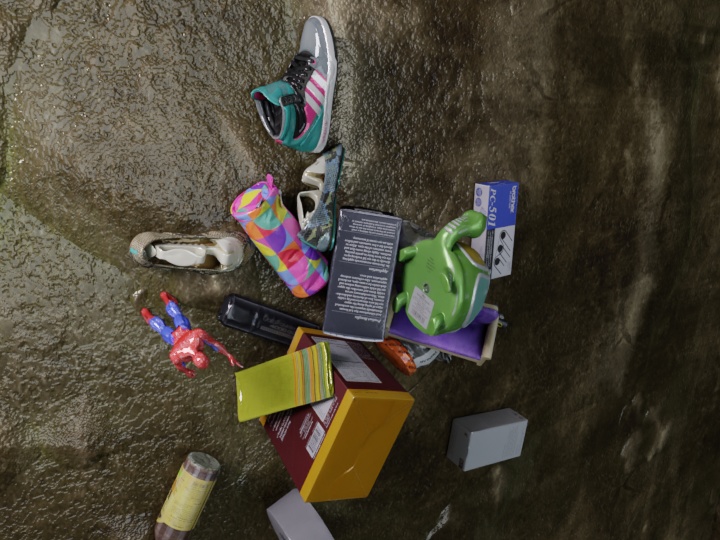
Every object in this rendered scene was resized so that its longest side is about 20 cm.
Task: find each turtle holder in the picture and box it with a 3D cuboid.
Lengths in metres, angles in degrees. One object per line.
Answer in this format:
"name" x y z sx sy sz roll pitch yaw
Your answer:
"turtle holder" 0.136 0.004 0.889 0.130 0.140 0.190 -6 94 -35

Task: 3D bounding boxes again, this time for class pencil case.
"pencil case" -0.124 -0.049 0.906 0.088 0.088 0.202 -43 126 -16

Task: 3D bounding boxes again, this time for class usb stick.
"usb stick" -0.151 0.092 0.963 0.198 0.032 0.057 25 83 -37

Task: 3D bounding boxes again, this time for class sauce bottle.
"sauce bottle" -0.301 0.406 0.934 0.064 0.064 0.203 27 87 -37

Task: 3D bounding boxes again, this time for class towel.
"towel" -0.127 0.180 0.902 0.018 0.197 0.088 26 49 -51

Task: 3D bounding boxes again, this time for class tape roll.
"tape roll" -0.093 0.505 1.024 0.065 0.199 0.204 -29 119 -23

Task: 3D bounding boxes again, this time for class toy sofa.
"toy sofa" 0.139 0.093 0.990 0.098 0.196 0.084 94 14 -67

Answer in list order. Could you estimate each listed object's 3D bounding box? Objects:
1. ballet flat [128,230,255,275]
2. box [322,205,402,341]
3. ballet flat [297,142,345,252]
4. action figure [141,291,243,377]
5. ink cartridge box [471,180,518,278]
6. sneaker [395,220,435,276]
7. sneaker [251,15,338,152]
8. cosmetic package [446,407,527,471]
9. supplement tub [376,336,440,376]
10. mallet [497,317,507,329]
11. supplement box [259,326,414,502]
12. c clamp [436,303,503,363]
"ballet flat" -0.238 -0.024 0.839 0.197 0.075 0.069 0 101 -35
"box" 0.000 0.000 0.946 0.102 0.148 0.205 8 99 -3
"ballet flat" -0.066 -0.128 0.900 0.074 0.073 0.204 29 52 -37
"action figure" -0.241 0.106 0.799 0.065 0.199 0.100 -44 124 -14
"ink cartridge box" 0.285 -0.086 1.204 0.093 0.044 0.205 -10 109 -34
"sneaker" 0.089 -0.031 1.009 0.077 0.200 0.101 29 97 5
"sneaker" -0.105 -0.283 0.853 0.119 0.083 0.205 -10 111 -42
"cosmetic package" 0.305 0.402 1.350 0.197 0.074 0.104 2 103 -33
"supplement tub" 0.130 0.101 1.104 0.200 0.122 0.123 -44 124 -16
"mallet" 0.177 0.062 1.039 0.198 0.041 0.066 35 124 -8
"supplement box" -0.048 0.238 0.951 0.131 0.200 0.200 13 109 -38
"c clamp" 0.237 0.142 1.217 0.198 0.027 0.172 -31 152 -14
